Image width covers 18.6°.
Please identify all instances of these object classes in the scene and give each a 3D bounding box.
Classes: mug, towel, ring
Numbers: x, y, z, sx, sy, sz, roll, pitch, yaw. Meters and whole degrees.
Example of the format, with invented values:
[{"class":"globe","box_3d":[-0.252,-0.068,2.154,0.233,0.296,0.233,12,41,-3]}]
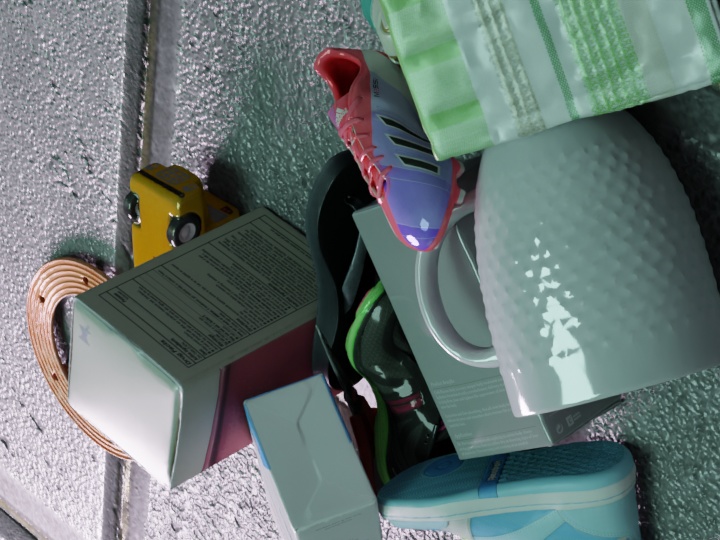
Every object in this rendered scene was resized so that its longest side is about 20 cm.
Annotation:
[{"class":"mug","box_3d":[0.124,-0.004,1.414,0.199,0.147,0.176,-16,87,30]},{"class":"towel","box_3d":[0.114,-0.161,1.330,0.199,0.031,0.150,-15,104,18]},{"class":"ring","box_3d":[-0.232,0.079,1.985,0.200,0.019,0.201,27,132,34]}]

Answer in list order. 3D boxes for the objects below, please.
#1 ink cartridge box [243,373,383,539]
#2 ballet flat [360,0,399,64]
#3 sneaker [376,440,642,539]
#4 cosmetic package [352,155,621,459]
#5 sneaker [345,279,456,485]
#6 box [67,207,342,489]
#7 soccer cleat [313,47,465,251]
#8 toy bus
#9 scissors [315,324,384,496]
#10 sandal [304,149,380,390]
[{"class":"ink cartridge box","box_3d":[-0.030,0.179,1.674,0.200,0.066,0.116,82,166,-61]},{"class":"ballet flat","box_3d":[0.055,-0.164,1.467,0.199,0.070,0.068,15,127,43]},{"class":"sneaker","box_3d":[0.113,0.199,1.590,0.199,0.080,0.131,-7,112,27]},{"class":"cosmetic package","box_3d":[0.088,0.024,1.541,0.107,0.090,0.201,-12,101,51]},{"class":"sneaker","box_3d":[0.046,0.088,1.644,0.083,0.077,0.201,13,133,36]},{"class":"box","box_3d":[-0.109,0.056,1.685,0.128,0.199,0.109,36,135,30]},{"class":"soccer cleat","box_3d":[0.016,-0.082,1.448,0.067,0.076,0.200,-61,24,30]},{"class":"toy bus","box_3d":[-0.140,0.006,1.785,0.065,0.078,0.201,29,133,37]},{"class":"scissors","box_3d":[-0.004,0.097,1.667,0.014,0.073,0.201,-4,128,19]},{"class":"sandal","box_3d":[0.000,0.000,1.628,0.043,0.076,0.201,26,131,36]}]
